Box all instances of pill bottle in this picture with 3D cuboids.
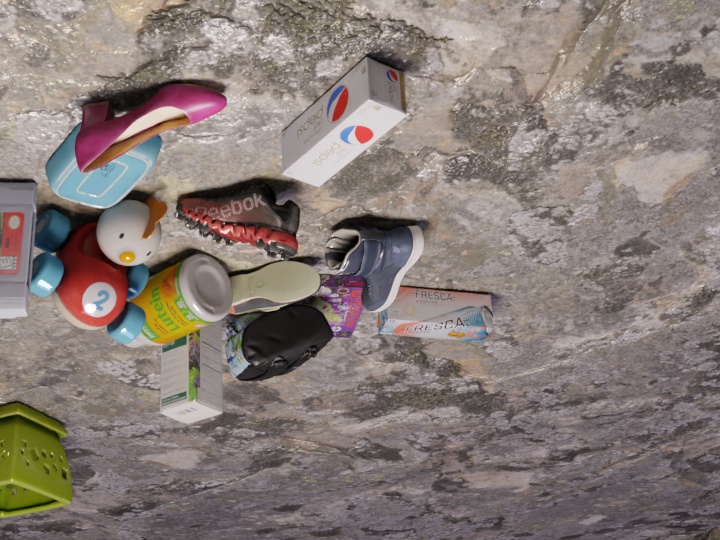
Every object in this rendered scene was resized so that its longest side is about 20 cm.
[{"bbox_3d":[-0.313,0.058,1.863,0.199,0.112,0.111,-24,146,33],"label":"pill bottle"}]

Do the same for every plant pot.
[{"bbox_3d":[-0.727,0.391,2.369,0.198,0.183,0.199,-15,151,20],"label":"plant pot"}]

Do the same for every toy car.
[{"bbox_3d":[-0.354,-0.028,1.659,0.199,0.178,0.184,-36,128,27],"label":"toy car"}]

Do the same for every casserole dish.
[{"bbox_3d":[-0.354,-0.141,1.565,0.120,0.039,0.200,16,145,-34],"label":"casserole dish"}]

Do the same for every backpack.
[{"bbox_3d":[-0.159,0.126,1.963,0.162,0.155,0.200,-18,158,-24],"label":"backpack"}]

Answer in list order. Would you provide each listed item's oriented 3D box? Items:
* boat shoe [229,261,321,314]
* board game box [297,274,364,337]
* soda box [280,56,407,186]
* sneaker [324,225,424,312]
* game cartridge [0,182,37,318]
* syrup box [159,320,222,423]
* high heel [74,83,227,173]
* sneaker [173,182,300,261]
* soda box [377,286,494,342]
[{"bbox_3d":[-0.150,0.034,1.884,0.198,0.072,0.063,-11,154,19],"label":"boat shoe"},{"bbox_3d":[-0.057,0.065,2.002,0.119,0.033,0.200,-2,152,-13],"label":"board game box"},{"bbox_3d":[-0.024,-0.189,1.480,0.063,0.069,0.200,16,146,-33],"label":"soda box"},{"bbox_3d":[0.000,-0.002,1.812,0.145,0.077,0.203,-3,145,-26],"label":"sneaker"},{"bbox_3d":[-0.520,-0.031,1.575,0.131,0.202,0.041,-2,155,-4],"label":"game cartridge"},{"bbox_3d":[-0.288,0.149,1.943,0.078,0.202,0.081,-18,150,26],"label":"syrup box"},{"bbox_3d":[-0.265,-0.176,1.444,0.198,0.097,0.068,-5,152,2],"label":"high heel"},{"bbox_3d":[-0.174,-0.084,1.663,0.198,0.099,0.071,14,170,17],"label":"sneaker"},{"bbox_3d":[0.130,0.077,1.998,0.198,0.069,0.064,5,151,-14],"label":"soda box"}]
